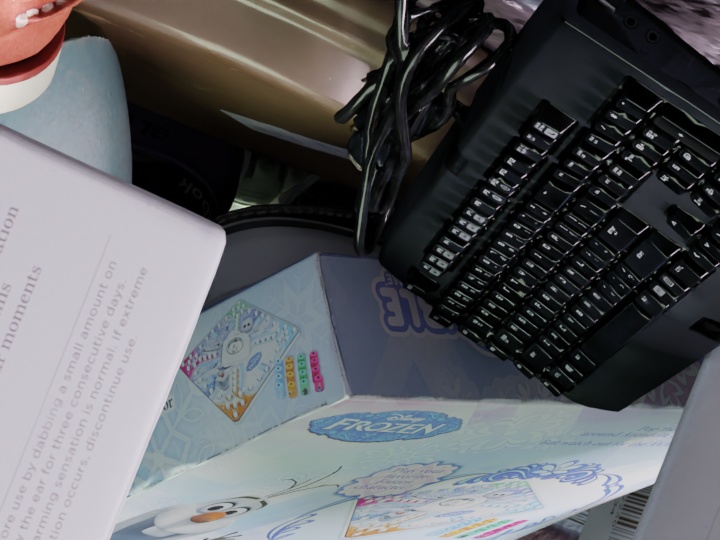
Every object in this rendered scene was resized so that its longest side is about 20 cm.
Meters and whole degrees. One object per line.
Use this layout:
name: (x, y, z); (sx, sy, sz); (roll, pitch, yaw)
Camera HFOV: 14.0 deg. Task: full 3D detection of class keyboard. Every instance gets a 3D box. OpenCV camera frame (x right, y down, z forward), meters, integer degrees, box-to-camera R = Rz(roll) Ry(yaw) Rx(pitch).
keyboard: (0.033, -0.008, 0.638); (0.104, 0.040, 0.200); (38, 162, 1)

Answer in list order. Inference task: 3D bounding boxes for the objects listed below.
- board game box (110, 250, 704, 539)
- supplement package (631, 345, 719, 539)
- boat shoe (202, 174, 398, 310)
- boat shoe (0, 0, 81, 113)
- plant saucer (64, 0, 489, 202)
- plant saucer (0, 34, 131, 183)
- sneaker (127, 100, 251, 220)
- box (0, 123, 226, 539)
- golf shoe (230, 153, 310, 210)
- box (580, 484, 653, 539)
board game box: (-0.003, 0.051, 0.844); (0.199, 0.044, 0.199); (5, 158, -45)
supplement package: (0.120, 0.098, 0.722); (0.110, 0.201, 0.156); (21, 174, 13)
boat shoe: (0.000, 0.000, 0.882); (0.072, 0.071, 0.200); (-19, 163, 22)
boat shoe: (-0.148, -0.101, 0.626); (0.199, 0.071, 0.063); (25, 133, 3)
plant saucer: (-0.039, -0.059, 0.762); (0.199, 0.030, 0.200); (22, 175, 2)
plant saucer: (-0.110, 0.034, 0.720); (0.039, 0.201, 0.201); (37, 177, 8)
sneaker: (-0.135, -0.014, 0.878); (0.199, 0.076, 0.088); (-13, -152, 15)
box: (-0.145, -0.007, 0.518); (0.200, 0.098, 0.124); (26, 174, -40)
golf shoe: (0.000, 0.012, 1.022); (0.077, 0.088, 0.200); (21, 174, 35)
box: (0.178, 0.109, 0.951); (0.199, 0.125, 0.097); (24, 175, -13)
